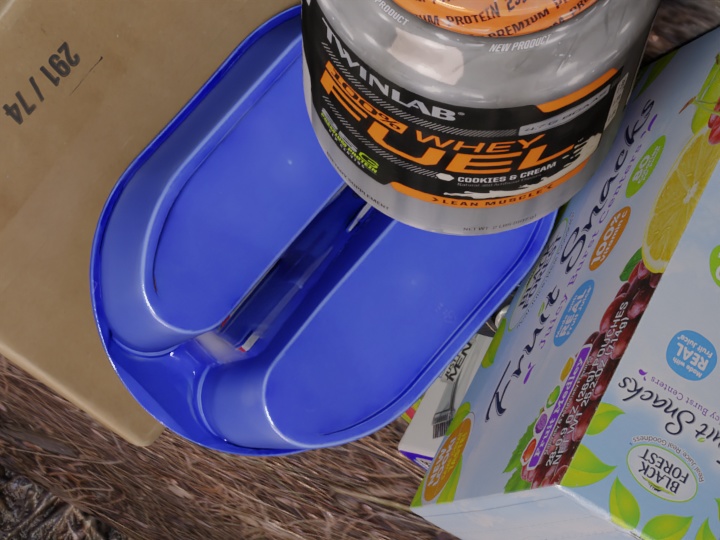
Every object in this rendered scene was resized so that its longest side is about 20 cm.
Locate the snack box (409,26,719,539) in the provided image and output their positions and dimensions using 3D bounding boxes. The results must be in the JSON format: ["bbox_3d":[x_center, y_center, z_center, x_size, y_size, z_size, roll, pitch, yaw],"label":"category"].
[{"bbox_3d":[0.110,0.011,0.997,0.067,0.201,0.169,31,166,-10],"label":"snack box"}]

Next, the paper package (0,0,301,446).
[{"bbox_3d":[-0.109,-0.063,1.132,0.190,0.200,0.103,39,177,-32],"label":"paper package"}]

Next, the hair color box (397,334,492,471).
[{"bbox_3d":[0.119,0.071,1.362,0.065,0.110,0.199,38,163,-34],"label":"hair color box"}]

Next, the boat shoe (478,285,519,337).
[{"bbox_3d":[0.070,-0.015,1.246,0.062,0.075,0.200,34,160,25],"label":"boat shoe"}]

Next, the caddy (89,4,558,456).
[{"bbox_3d":[-0.015,-0.019,1.078,0.141,0.200,0.105,44,169,-10],"label":"caddy"}]

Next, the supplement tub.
[{"bbox_3d":[0.040,-0.095,0.923,0.122,0.123,0.200,27,165,7],"label":"supplement tub"}]

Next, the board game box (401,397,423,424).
[{"bbox_3d":[0.011,0.022,1.480,0.101,0.048,0.200,39,170,22],"label":"board game box"}]
